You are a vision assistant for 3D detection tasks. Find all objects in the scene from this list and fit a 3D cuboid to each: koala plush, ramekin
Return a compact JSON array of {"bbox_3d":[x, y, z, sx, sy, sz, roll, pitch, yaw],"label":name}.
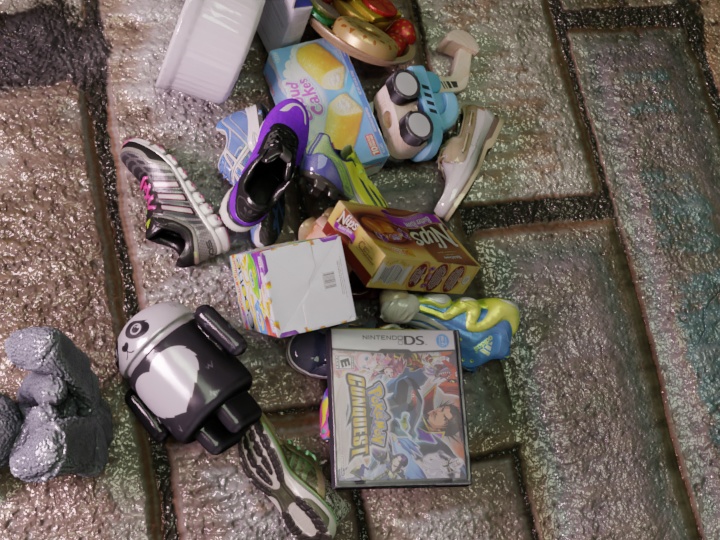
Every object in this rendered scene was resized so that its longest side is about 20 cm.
[{"bbox_3d":[-0.411,0.187,1.145,0.197,0.184,0.180,-14,67,3],"label":"koala plush"},{"bbox_3d":[-0.200,-0.328,1.326,0.097,0.200,0.203,20,69,-16],"label":"ramekin"}]

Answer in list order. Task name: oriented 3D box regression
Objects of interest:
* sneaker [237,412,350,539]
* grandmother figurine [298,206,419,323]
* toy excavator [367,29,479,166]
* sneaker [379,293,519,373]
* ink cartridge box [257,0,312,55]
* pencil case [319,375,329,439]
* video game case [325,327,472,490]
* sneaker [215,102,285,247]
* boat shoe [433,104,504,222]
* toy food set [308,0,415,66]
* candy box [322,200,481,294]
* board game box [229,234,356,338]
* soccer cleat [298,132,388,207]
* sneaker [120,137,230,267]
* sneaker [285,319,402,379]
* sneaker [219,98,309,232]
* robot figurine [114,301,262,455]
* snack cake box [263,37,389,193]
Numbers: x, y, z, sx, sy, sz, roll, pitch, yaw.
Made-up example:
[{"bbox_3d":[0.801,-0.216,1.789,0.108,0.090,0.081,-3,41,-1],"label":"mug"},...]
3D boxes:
[{"bbox_3d":[-0.084,0.257,1.253,0.201,0.077,0.088,55,37,8],"label":"sneaker"},{"bbox_3d":[0.000,0.000,1.310,0.121,0.061,0.200,-35,63,-29],"label":"grandmother figurine"},{"bbox_3d":[0.107,-0.260,1.448,0.198,0.100,0.197,-8,75,-31],"label":"toy excavator"},{"bbox_3d":[0.124,0.088,1.344,0.197,0.076,0.107,2,84,-3],"label":"sneaker"},{"bbox_3d":[-0.130,-0.425,1.369,0.040,0.200,0.202,-22,80,-20],"label":"ink cartridge box"},{"bbox_3d":[0.040,0.198,1.279,0.197,0.088,0.090,14,70,-13],"label":"pencil case"},{"bbox_3d":[0.047,0.172,1.233,0.178,0.026,0.203,2,70,-15],"label":"video game case"},{"bbox_3d":[-0.152,-0.127,1.349,0.076,0.076,0.203,-10,76,9],"label":"sneaker"},{"bbox_3d":[0.145,-0.160,1.432,0.068,0.075,0.201,28,60,0],"label":"boat shoe"},{"bbox_3d":[-0.004,-0.369,1.419,0.198,0.049,0.199,43,35,14],"label":"toy food set"},{"bbox_3d":[0.058,-0.028,1.301,0.198,0.057,0.117,4,37,-44],"label":"candy box"},{"bbox_3d":[-0.091,0.019,1.229,0.102,0.200,0.106,-13,93,-17],"label":"board game box"},{"bbox_3d":[-0.010,-0.123,1.321,0.064,0.200,0.085,15,82,35],"label":"soccer cleat"},{"bbox_3d":[-0.263,-0.085,1.294,0.087,0.074,0.201,-40,91,-28],"label":"sneaker"},{"bbox_3d":[0.002,0.105,1.305,0.197,0.079,0.080,4,73,-12],"label":"sneaker"},{"bbox_3d":[-0.107,-0.145,1.262,0.069,0.099,0.202,30,67,-16],"label":"sneaker"},{"bbox_3d":[-0.215,0.132,1.207,0.150,0.125,0.200,-40,80,-20],"label":"robot figurine"},{"bbox_3d":[-0.052,-0.226,1.399,0.114,0.067,0.202,-18,78,-20],"label":"snack cake box"}]
